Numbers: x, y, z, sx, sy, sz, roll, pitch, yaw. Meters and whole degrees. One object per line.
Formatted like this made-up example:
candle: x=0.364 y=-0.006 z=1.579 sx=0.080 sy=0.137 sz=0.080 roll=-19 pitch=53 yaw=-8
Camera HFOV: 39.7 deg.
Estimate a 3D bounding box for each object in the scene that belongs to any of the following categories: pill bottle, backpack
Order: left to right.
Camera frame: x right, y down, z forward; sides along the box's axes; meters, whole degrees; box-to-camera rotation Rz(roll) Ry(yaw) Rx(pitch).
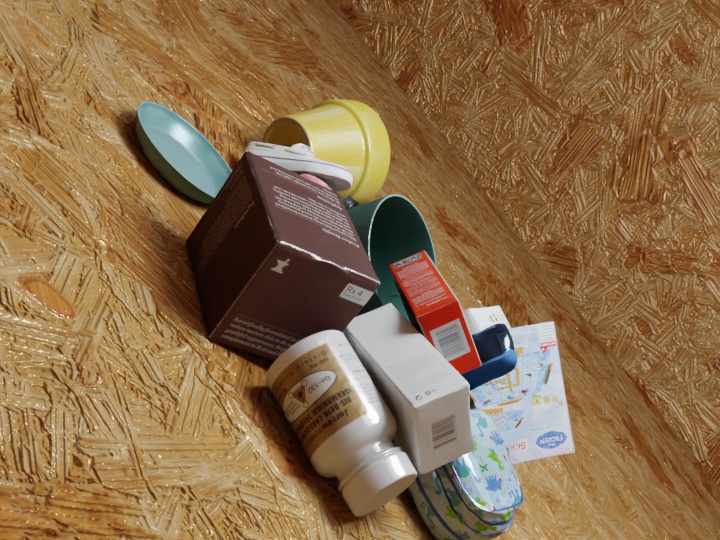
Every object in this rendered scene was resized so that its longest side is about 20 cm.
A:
pill bottle: x=-0.021 y=0.183 z=1.192 sx=0.201 sy=0.114 sz=0.114 roll=57 pitch=19 yaw=22
backpack: x=0.130 y=0.268 z=1.340 sx=0.162 sy=0.153 sz=0.203 roll=7 pitch=68 yaw=-46

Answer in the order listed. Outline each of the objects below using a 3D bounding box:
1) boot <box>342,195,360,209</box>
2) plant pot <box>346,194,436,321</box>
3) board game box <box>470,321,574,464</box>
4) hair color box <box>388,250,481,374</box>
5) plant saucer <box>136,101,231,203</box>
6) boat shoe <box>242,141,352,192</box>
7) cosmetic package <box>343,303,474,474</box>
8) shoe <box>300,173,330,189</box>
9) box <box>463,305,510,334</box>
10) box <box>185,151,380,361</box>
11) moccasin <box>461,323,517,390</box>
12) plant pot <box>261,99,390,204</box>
boot: x=0.025 y=-0.046 z=1.813 sx=0.168 sy=0.076 sz=0.200 roll=46 pitch=-2 yaw=7
plant pot: x=0.000 y=0.000 z=1.502 sx=0.200 sy=0.159 sz=0.204 roll=21 pitch=65 yaw=-54
board game box: x=0.213 y=0.192 z=1.509 sx=0.041 sy=0.197 sz=0.203 roll=159 pitch=-76 yaw=-76
hair color box: x=0.097 y=0.057 z=1.342 sx=0.200 sy=0.060 sz=0.103 roll=-113 pitch=-179 yaw=-70
plant saucer: x=-0.267 y=-0.168 z=1.498 sx=0.200 sy=0.036 sz=0.201 roll=44 pitch=17 yaw=-16
boat shoe: x=-0.107 y=-0.185 z=1.693 sx=0.197 sy=0.068 sz=0.074 roll=10 pitch=-23 yaw=2
cosmetic package: x=0.056 y=0.143 z=1.247 sx=0.200 sy=0.080 sz=0.114 roll=-131 pitch=-153 yaw=-50
shoe: x=-0.040 y=-0.079 z=1.637 sx=0.200 sy=0.071 sz=0.091 roll=42 pitch=20 yaw=-9
box: x=0.197 y=0.176 z=1.664 sx=0.202 sy=0.130 sz=0.198 roll=64 pitch=19 yaw=11
box: x=-0.106 y=-0.012 z=1.291 sx=0.165 sy=0.165 sz=0.201 roll=23 pitch=28 yaw=-34
moccasin: x=0.134 y=0.131 z=1.392 sx=0.080 sy=0.198 sz=0.069 roll=33 pitch=46 yaw=-44
plant pot: x=-0.075 y=-0.215 z=1.839 sx=0.188 sy=0.201 sz=0.202 roll=-8 pitch=55 yaw=-51
